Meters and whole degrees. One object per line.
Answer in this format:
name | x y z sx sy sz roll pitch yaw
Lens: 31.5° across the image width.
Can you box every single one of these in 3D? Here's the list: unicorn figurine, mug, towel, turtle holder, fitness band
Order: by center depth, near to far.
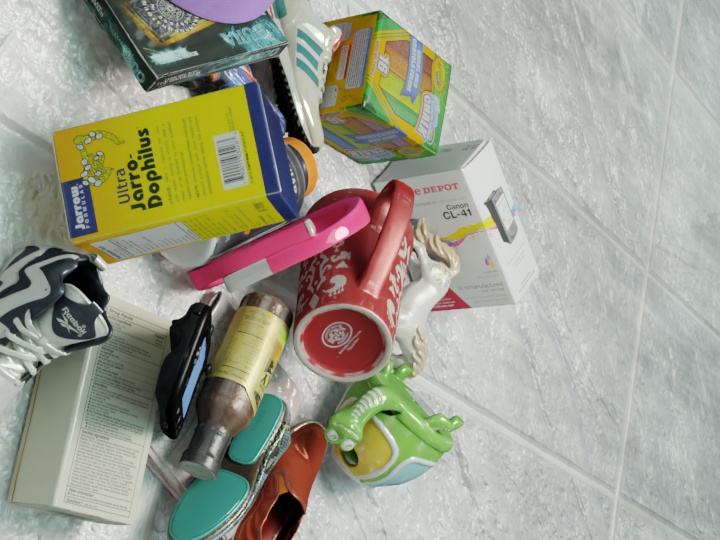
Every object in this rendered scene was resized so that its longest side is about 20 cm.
fitness band | -0.085 -0.026 1.334 0.144 0.199 0.038 -61 127 -78
towel | -0.150 0.154 1.365 0.191 0.032 0.201 56 48 -33
mug | -0.011 0.001 1.404 0.201 0.132 0.179 -81 174 -53
turtle holder | 0.032 0.190 1.489 0.141 0.132 0.186 43 6 -3
unicorn figurine | 0.054 0.044 1.578 0.137 0.074 0.200 39 91 -10

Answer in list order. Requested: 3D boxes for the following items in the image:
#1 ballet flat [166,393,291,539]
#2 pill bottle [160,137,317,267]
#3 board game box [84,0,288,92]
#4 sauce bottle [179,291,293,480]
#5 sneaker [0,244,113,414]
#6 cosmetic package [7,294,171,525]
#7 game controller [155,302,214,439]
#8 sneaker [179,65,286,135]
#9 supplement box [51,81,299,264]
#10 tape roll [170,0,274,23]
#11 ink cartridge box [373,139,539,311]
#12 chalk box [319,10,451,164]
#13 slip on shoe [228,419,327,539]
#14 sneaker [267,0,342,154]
ballet flat | -0.128 0.220 1.317 0.200 0.074 0.074 -53 127 -33
pill bottle | -0.130 -0.083 1.353 0.200 0.106 0.107 -31 111 -49
board game box | -0.177 -0.260 1.295 0.199 0.028 0.136 -26 81 -48
sauce bottle | -0.130 0.120 1.318 0.065 0.064 0.201 47 53 -38
sneaker | -0.286 0.059 1.121 0.080 0.129 0.200 54 48 -31
cosmetic package | -0.251 0.131 1.204 0.103 0.073 0.202 29 64 -47
game controller | -0.165 0.099 1.208 0.200 0.042 0.105 112 -12 -72
sneaker | -0.141 -0.212 1.378 0.200 0.075 0.079 47 49 -41
supplement box | -0.170 -0.089 1.194 0.109 0.198 0.110 59 18 -79
tape roll | -0.155 -0.355 1.312 0.199 0.066 0.201 24 47 -28
ink cartridge box | 0.124 -0.054 1.639 0.086 0.147 0.201 -49 122 -43
chalk box | 0.026 -0.208 1.548 0.199 0.123 0.126 25 68 -48
slip on shoe | -0.081 0.251 1.420 0.074 0.061 0.201 57 45 -29
sneaker | -0.056 -0.235 1.441 0.093 0.070 0.201 -15 84 -16
